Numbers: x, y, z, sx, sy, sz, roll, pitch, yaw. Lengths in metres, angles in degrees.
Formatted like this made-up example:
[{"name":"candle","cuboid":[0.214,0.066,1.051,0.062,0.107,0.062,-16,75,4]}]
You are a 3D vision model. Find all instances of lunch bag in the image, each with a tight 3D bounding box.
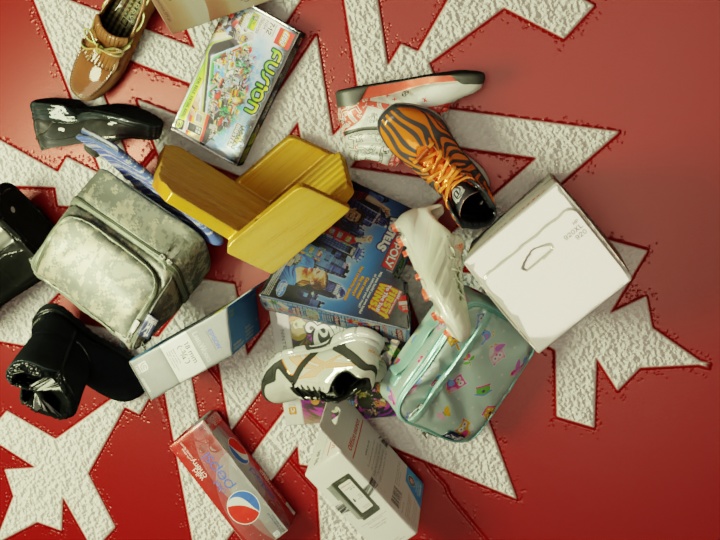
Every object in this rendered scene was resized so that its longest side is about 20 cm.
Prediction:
[{"name":"lunch bag","cuboid":[0.125,0.127,1.306,0.159,0.077,0.201,26,102,-36]},{"name":"lunch bag","cuboid":[-0.319,-0.009,1.333,0.199,0.140,0.168,34,73,8]}]

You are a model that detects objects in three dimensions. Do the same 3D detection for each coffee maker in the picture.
[{"name":"coffee maker","cuboid":[-0.521,0.010,1.408,0.199,0.135,0.193,-34,94,13]}]

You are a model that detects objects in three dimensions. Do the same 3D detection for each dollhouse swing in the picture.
[{"name":"dollhouse swing","cuboid":[-0.136,-0.126,1.261,0.181,0.201,0.176,-38,113,12]}]

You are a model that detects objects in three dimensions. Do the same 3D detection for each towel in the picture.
[{"name":"towel","cuboid":[-0.275,-0.106,1.305,0.024,0.144,0.200,-53,129,-9]}]

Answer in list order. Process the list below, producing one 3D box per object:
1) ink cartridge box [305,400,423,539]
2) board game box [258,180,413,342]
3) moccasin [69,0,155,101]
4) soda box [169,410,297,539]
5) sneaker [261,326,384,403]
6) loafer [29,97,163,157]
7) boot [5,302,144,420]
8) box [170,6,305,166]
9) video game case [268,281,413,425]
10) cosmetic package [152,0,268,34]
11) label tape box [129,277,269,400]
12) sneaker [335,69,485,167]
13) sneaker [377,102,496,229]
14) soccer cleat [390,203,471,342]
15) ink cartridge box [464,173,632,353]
[{"name":"ink cartridge box","cuboid":[-0.005,0.269,1.348,0.068,0.116,0.200,-36,103,20]},{"name":"board game box","cuboid":[0.000,0.000,1.324,0.198,0.062,0.201,26,73,11]},{"name":"moccasin","cuboid":[-0.334,-0.320,1.352,0.074,0.078,0.202,42,103,1]},{"name":"soda box","cuboid":[-0.182,0.302,1.431,0.070,0.063,0.201,-37,91,12]},{"name":"sneaker","cuboid":[-0.058,0.141,1.316,0.199,0.081,0.074,-26,132,32]},{"name":"loafer","cuboid":[-0.364,-0.194,1.387,0.197,0.073,0.073,10,109,18]},{"name":"boot","cuboid":[-0.385,0.153,1.364,0.076,0.169,0.200,-38,115,17]},{"name":"box","cuboid":[-0.167,-0.258,1.356,0.109,0.035,0.202,28,102,4]},{"name":"video game case","cuboid":[-0.021,0.117,1.389,0.197,0.036,0.184,-6,99,10]},{"name":"cosmetic package","cuboid":[-0.174,-0.394,1.278,0.198,0.104,0.088,-19,61,6]},{"name":"label tape box","cuboid":[-0.197,0.089,1.359,0.198,0.144,0.064,-29,93,13]},{"name":"sneaker","cuboid":[0.071,-0.198,1.311,0.199,0.067,0.109,-7,103,10]},{"name":"sneaker","cuboid":[0.107,-0.128,1.253,0.199,0.112,0.078,35,109,-26]},{"name":"soccer cleat","cuboid":[0.102,-0.004,1.236,0.077,0.070,0.201,-24,55,2]},{"name":"ink cartridge box","cuboid":[0.231,-0.015,1.241,0.147,0.200,0.145,-41,90,13]}]
